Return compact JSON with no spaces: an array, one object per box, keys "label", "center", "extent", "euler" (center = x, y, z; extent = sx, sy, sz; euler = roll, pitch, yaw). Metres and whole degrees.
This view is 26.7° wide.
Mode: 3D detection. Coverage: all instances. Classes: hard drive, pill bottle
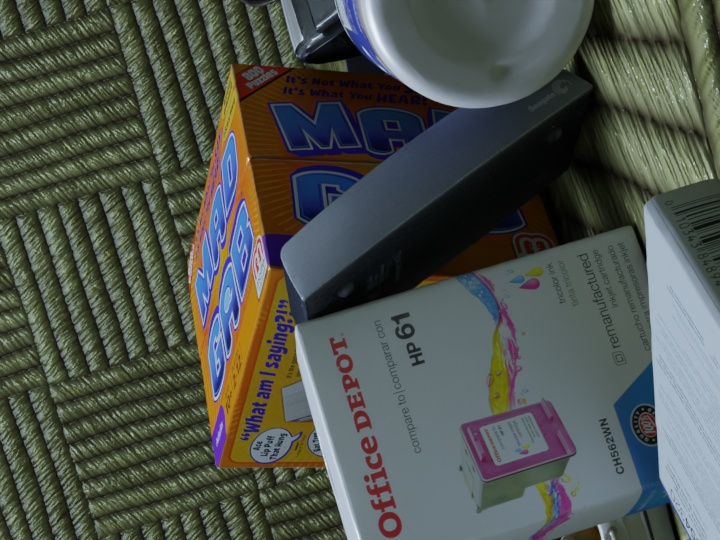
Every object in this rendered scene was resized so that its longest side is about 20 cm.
[{"label":"hard drive","center":[0.040,-0.036,0.868],"extent":[0.042,0.200,0.135],"euler":[51,169,15]},{"label":"pill bottle","center":[0.047,-0.159,0.837],"extent":[0.200,0.119,0.120],"euler":[-118,12,-75]}]

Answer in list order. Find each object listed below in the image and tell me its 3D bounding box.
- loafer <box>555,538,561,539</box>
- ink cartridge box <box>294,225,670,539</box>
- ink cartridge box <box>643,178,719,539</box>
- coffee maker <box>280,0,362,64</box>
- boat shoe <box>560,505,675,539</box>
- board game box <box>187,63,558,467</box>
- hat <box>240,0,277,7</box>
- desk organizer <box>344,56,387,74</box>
[{"label":"loafer","center":[0.166,0.224,1.253],"extent":[0.071,0.073,0.200],"euler":[113,136,-69]},{"label":"ink cartridge box","center":[0.076,0.079,0.839],"extent":[0.085,0.200,0.145],"euler":[84,168,-73]},{"label":"ink cartridge box","center":[0.178,0.096,0.639],"extent":[0.200,0.043,0.197],"euler":[74,176,-46]},{"label":"coffee maker","center":[-0.010,-0.261,1.003],"extent":[0.200,0.135,0.192],"euler":[65,158,8]},{"label":"boat shoe","center":[0.163,0.175,0.973],"extent":[0.071,0.070,0.200],"euler":[-123,17,-76]},{"label":"board game box","center":[0.000,0.000,1.064],"extent":[0.200,0.199,0.200],"euler":[108,157,-43]},{"label":"hat","center":[-0.054,-0.303,1.158],"extent":[0.081,0.200,0.201],"euler":[44,-165,-37]},{"label":"desk organizer","center":[0.024,-0.178,1.210],"extent":[0.072,0.077,0.200],"euler":[-95,-5,-80]}]
